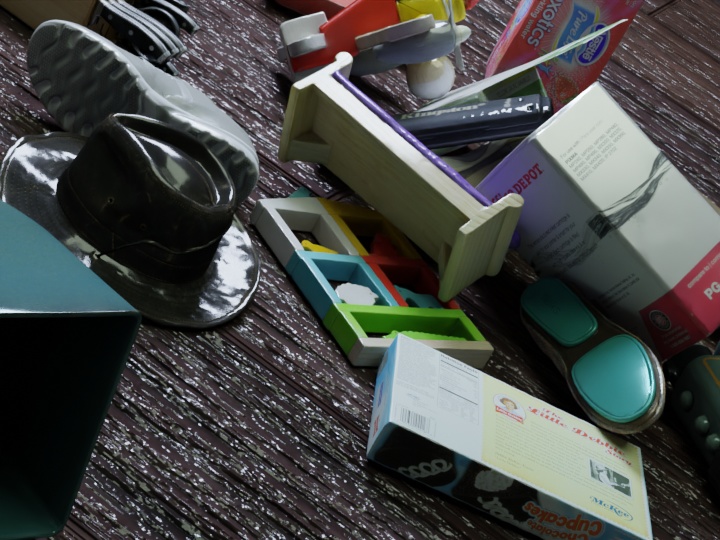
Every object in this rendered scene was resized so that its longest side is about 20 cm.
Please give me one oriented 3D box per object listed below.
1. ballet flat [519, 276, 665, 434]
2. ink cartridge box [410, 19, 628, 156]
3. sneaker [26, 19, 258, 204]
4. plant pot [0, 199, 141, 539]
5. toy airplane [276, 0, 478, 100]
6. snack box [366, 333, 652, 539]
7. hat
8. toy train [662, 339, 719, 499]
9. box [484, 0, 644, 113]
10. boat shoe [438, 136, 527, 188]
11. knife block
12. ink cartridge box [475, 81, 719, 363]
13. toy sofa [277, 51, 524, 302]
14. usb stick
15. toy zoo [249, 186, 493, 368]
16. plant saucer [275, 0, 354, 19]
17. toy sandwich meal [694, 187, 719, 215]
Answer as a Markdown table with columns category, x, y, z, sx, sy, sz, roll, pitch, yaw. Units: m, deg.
| category | x | y | z | sx | sy | sz | roll | pitch | yaw |
| --- | --- | --- | --- | --- | --- | --- | --- | --- | --- |
| ballet flat | 0.184 | 0.074 | 1.286 | 0.067 | 0.068 | 0.200 | 58 | 3 | -35 |
| ink cartridge box | 0.136 | -0.156 | 1.509 | 0.145 | 0.199 | 0.048 | -35 | 104 | -61 |
| sneaker | -0.166 | -0.121 | 1.299 | 0.200 | 0.075 | 0.082 | 36 | 19 | -11 |
| plant pot | -0.241 | 0.027 | 0.895 | 0.141 | 0.142 | 0.200 | 1 | 32 | -43 |
| toy airplane | 0.025 | -0.206 | 1.524 | 0.141 | 0.199 | 0.200 | 53 | 35 | -12 |
| snack box | 0.103 | 0.125 | 1.164 | 0.199 | 0.037 | 0.116 | 26 | 27 | -8 |
| hat | -0.147 | -0.055 | 1.172 | 0.200 | 0.081 | 0.201 | 20 | 35 | -15 |
| toy train | 0.310 | 0.125 | 1.324 | 0.113 | 0.086 | 0.200 | 5 | 34 | -22 |
| box | 0.215 | -0.257 | 1.737 | 0.102 | 0.201 | 0.095 | 27 | 25 | -6 |
| boat shoe | 0.104 | -0.063 | 1.449 | 0.199 | 0.075 | 0.073 | -22 | 72 | -39 |
| knife block | -0.236 | -0.221 | 1.390 | 0.199 | 0.064 | 0.176 | 14 | 31 | -28 |
| ink cartridge box | 0.198 | -0.029 | 1.334 | 0.084 | 0.145 | 0.200 | -41 | 88 | -23 |
| toy sofa | 0.038 | -0.079 | 1.319 | 0.097 | 0.083 | 0.200 | -32 | 63 | -33 |
| usb stick | 0.062 | -0.118 | 1.422 | 0.199 | 0.033 | 0.055 | -7 | 12 | 10 |
| toy zoo | 0.000 | 0.000 | 1.294 | 0.131 | 0.021 | 0.200 | 5 | 36 | -40 |
| plant saucer | -0.012 | -0.291 | 1.756 | 0.199 | 0.037 | 0.200 | 22 | 29 | -16 |
| toy sandwich meal | 0.336 | -0.018 | 1.569 | 0.205 | 0.070 | 0.205 | 30 | 22 | -13 |
